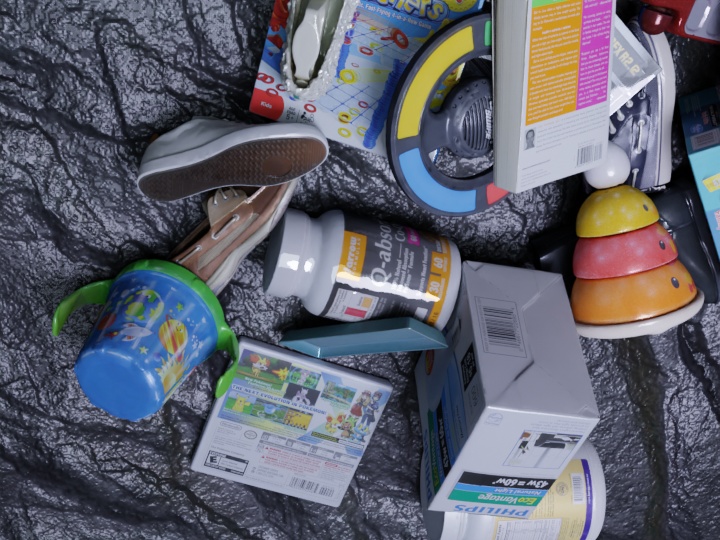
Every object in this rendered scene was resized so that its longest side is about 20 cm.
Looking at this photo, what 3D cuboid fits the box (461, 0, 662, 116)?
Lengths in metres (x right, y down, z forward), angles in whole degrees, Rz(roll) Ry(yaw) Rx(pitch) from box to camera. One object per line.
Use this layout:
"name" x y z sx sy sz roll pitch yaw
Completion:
"box" 0.181 -0.227 0.929 0.158 0.048 0.200 -42 100 18

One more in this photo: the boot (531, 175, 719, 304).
"boot" 0.315 0.002 1.073 0.198 0.066 0.166 -25 106 -2

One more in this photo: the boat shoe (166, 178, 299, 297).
"boat shoe" -0.134 -0.060 0.966 0.072 0.076 0.201 35 101 -19

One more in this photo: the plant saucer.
"plant saucer" 0.000 0.074 0.998 0.070 0.199 0.019 26 66 -42

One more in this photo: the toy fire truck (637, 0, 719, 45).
"toy fire truck" 0.345 -0.311 0.899 0.198 0.112 0.169 -3 120 -36

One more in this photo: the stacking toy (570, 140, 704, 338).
"stacking toy" 0.274 -0.038 0.967 0.145 0.146 0.202 -16 100 -3

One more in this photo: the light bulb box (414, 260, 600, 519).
"light bulb box" 0.148 0.133 0.995 0.123 0.200 0.201 8 135 -11

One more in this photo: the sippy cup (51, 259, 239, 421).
"sippy cup" -0.227 0.080 0.951 0.176 0.131 0.141 -10 121 24

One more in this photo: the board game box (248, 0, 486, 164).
"board game box" 0.009 -0.225 0.898 0.198 0.056 0.198 18 110 4

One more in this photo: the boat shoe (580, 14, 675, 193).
"boat shoe" 0.284 -0.169 0.991 0.092 0.075 0.202 -16 115 -10

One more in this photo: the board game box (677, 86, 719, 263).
"board game box" 0.405 -0.080 1.006 0.047 0.151 0.201 -16 117 24

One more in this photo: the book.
"book" 0.186 -0.186 0.854 0.133 0.048 0.202 -18 118 -31

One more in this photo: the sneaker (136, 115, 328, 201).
"sneaker" -0.130 -0.132 0.917 0.198 0.085 0.073 -8 143 9

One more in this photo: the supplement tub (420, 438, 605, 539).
"supplement tub" 0.183 0.270 1.119 0.198 0.146 0.147 0 113 -10

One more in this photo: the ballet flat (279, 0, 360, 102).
"ballet flat" -0.033 -0.250 0.833 0.071 0.072 0.202 8 109 -13

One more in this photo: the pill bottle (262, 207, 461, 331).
"pill bottle" 0.000 0.000 0.991 0.198 0.117 0.117 13 110 -15

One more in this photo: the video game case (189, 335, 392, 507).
"video game case" -0.084 0.188 1.106 0.198 0.022 0.184 19 108 -16

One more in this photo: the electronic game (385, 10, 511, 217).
"electronic game" 0.111 -0.146 0.872 0.198 0.042 0.202 -15 122 -26
